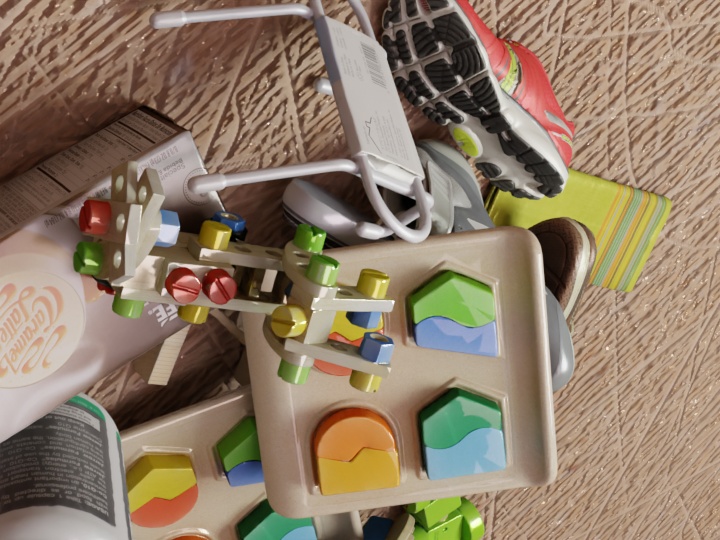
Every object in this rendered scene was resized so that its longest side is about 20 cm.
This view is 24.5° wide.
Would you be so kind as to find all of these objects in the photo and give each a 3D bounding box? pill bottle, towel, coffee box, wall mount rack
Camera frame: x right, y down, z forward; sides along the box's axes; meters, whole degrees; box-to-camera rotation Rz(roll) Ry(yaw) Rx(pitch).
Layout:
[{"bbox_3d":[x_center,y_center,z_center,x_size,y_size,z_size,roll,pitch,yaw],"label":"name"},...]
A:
[{"bbox_3d":[-0.196,0.167,1.016,0.112,0.200,0.114,-5,119,-9],"label":"pill bottle"},{"bbox_3d":[0.167,-0.038,1.313,0.199,0.018,0.086,13,106,-42],"label":"towel"},{"bbox_3d":[-0.178,0.002,1.004,0.199,0.080,0.115,-31,119,-17],"label":"coffee box"},{"bbox_3d":[-0.035,-0.098,1.018,0.074,0.201,0.173,-31,151,28],"label":"wall mount rack"}]

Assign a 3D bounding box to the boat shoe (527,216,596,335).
[{"bbox_3d":[0.133,0.034,1.286,0.075,0.075,0.203,-11,144,-41],"label":"boat shoe"}]

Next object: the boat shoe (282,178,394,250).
[{"bbox_3d":[0.000,0.000,1.175,0.066,0.070,0.200,-53,144,4],"label":"boat shoe"}]

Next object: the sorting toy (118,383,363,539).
[{"bbox_3d":[-0.103,0.169,1.185,0.199,0.037,0.186,-17,130,-7],"label":"sorting toy"}]

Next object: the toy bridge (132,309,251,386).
[{"bbox_3d":[-0.131,0.044,1.123,0.199,0.027,0.067,8,112,-40],"label":"toy bridge"}]

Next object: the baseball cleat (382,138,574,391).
[{"bbox_3d":[0.071,0.001,1.143,0.070,0.201,0.106,-38,166,27],"label":"baseball cleat"}]

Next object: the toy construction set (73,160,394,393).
[{"bbox_3d":[-0.082,0.004,0.929,0.199,0.131,0.092,24,101,-34],"label":"toy construction set"}]

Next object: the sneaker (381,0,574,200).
[{"bbox_3d":[0.085,-0.136,1.151,0.200,0.077,0.085,50,46,-34],"label":"sneaker"}]

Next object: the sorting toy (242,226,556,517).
[{"bbox_3d":[0.026,0.072,1.102,0.199,0.036,0.186,-6,108,1],"label":"sorting toy"}]

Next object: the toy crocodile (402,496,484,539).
[{"bbox_3d":[0.057,0.184,1.351,0.067,0.062,0.201,-27,136,-22],"label":"toy crocodile"}]

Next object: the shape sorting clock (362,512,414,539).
[{"bbox_3d":[-0.022,0.267,1.276,0.200,0.039,0.200,-54,178,-3],"label":"shape sorting clock"}]
